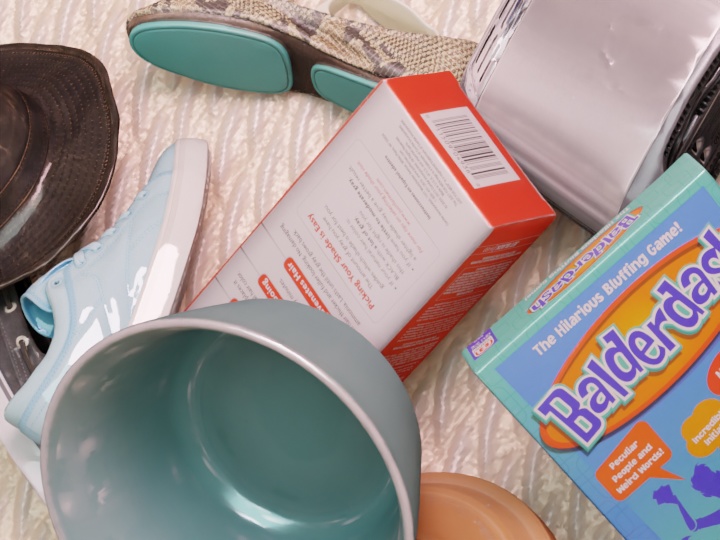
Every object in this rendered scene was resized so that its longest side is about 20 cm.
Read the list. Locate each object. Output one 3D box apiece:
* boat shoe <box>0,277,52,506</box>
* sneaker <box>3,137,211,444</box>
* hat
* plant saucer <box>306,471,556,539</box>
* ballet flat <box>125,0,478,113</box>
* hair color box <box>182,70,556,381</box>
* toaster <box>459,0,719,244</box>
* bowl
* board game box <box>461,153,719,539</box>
[{"bbox_3d":[-0.173,0.065,1.603,0.057,0.069,0.200,-36,70,5],"label":"boat shoe"},{"bbox_3d":[-0.135,0.006,1.571,0.082,0.074,0.200,17,58,-1],"label":"sneaker"},{"bbox_3d":[-0.234,-0.067,1.611,0.200,0.081,0.201,-18,49,22],"label":"hat"},{"bbox_3d":[0.014,0.189,1.497,0.200,0.032,0.201,-18,49,22],"label":"plant saucer"},{"bbox_3d":[-0.025,-0.126,1.611,0.199,0.068,0.075,16,61,12],"label":"ballet flat"},{"bbox_3d":[0.000,0.000,1.526,0.200,0.061,0.102,-47,69,33],"label":"hair color box"},{"bbox_3d":[0.142,-0.110,1.529,0.129,0.114,0.200,30,90,21],"label":"toaster"},{"bbox_3d":[-0.049,0.094,1.477,0.200,0.105,0.201,10,119,19],"label":"bowl"},{"bbox_3d":[0.172,0.066,1.467,0.152,0.045,0.200,-42,104,4],"label":"board game box"}]
